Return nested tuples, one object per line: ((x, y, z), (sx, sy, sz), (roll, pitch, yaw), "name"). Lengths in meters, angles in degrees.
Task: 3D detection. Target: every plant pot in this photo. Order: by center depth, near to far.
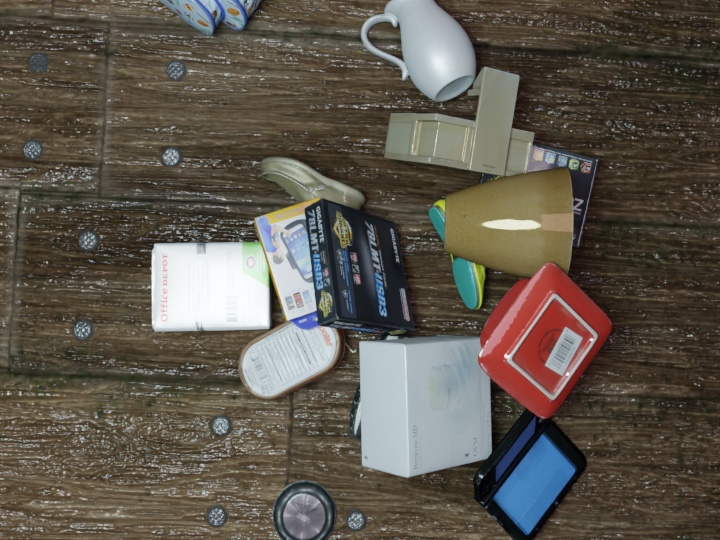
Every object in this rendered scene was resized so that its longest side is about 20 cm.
((0.237, -0.077, 1.260), (0.195, 0.186, 0.191), (2, 86, 6), "plant pot")

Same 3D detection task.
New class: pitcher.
((0.103, -0.394, 1.348), (0.170, 0.121, 0.203), (-29, 78, 17), "pitcher")

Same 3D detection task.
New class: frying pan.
((-0.127, 0.450, 1.323), (0.189, 0.031, 0.116), (-38, 88, -7), "frying pan")

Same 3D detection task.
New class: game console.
((0.294, 0.337, 1.290), (0.116, 0.177, 0.200), (34, 70, 27), "game console")

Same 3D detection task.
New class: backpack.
((-0.259, -0.497, 1.295), (0.188, 0.200, 0.156), (27, 91, -8), "backpack")

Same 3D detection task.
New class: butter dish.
((0.275, 0.102, 1.246), (0.199, 0.147, 0.201), (38, 86, -26), "butter dish")

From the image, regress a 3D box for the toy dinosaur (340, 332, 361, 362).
((-0.042, 0.083, 1.332), (0.099, 0.058, 0.204), (14, 86, -1), "toy dinosaur")

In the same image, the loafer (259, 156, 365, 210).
((-0.089, -0.139, 1.333), (0.196, 0.076, 0.069), (21, 80, -1), "loafer")

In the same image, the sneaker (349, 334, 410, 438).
((0.039, 0.201, 1.323), (0.078, 0.074, 0.203), (27, 86, -6), "sneaker")

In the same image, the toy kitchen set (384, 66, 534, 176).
((0.175, -0.258, 1.317), (0.196, 0.180, 0.167), (6, 98, -25), "toy kitchen set")

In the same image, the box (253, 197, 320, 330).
((-0.093, -0.007, 1.269), (0.117, 0.041, 0.204), (-18, 85, -12), "box")

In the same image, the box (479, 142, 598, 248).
((0.311, -0.142, 1.367), (0.196, 0.049, 0.165), (15, 90, -2), "box")

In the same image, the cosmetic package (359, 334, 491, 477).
((0.109, 0.214, 1.252), (0.197, 0.122, 0.204), (-1, 88, -38), "cosmetic package")

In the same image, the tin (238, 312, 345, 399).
((-0.120, 0.147, 1.311), (0.197, 0.042, 0.114), (-28, 87, 10), "tin")

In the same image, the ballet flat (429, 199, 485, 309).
((0.188, -0.035, 1.351), (0.066, 0.067, 0.203), (-21, 86, -26), "ballet flat")

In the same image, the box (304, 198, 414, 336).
((0.000, 0.000, 1.257), (0.049, 0.196, 0.204), (-23, 66, 38), "box")

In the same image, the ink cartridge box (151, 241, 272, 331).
((-0.252, 0.029, 1.310), (0.195, 0.084, 0.149), (-1, 86, -4), "ink cartridge box")
